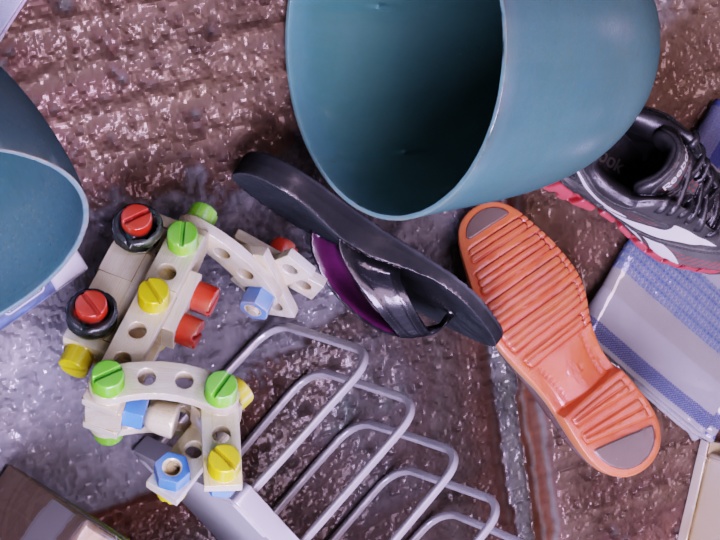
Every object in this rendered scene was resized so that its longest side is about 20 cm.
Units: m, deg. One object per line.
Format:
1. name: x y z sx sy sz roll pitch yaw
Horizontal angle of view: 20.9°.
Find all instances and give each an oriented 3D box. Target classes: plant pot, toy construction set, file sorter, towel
1. plant pot: 0.078 -0.133 1.149 0.161 0.201 0.201 -5 101 -38
2. toy construction set: -0.094 0.034 1.107 0.200 0.131 0.092 -63 171 -45
3. plant pot: -0.248 -0.057 0.945 0.200 0.200 0.135 -10 63 -28
4. file sorter: -0.008 0.143 1.174 0.125 0.139 0.200 -48 117 -16
5. towel: 0.242 0.002 1.357 0.147 0.024 0.200 37 78 -26

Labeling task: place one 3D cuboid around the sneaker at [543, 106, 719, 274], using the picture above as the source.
1. sneaker: 0.199 -0.053 1.265 0.200 0.098 0.071 28 79 -22

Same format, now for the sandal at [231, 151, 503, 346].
1. sandal: -0.001 0.000 1.193 0.200 0.075 0.048 34 77 -20

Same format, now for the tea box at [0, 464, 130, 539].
1. tea box: -0.162 0.253 1.107 0.197 0.134 0.200 37 80 -28

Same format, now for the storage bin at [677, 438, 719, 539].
1. storage bin: 0.324 0.240 1.403 0.198 0.094 0.200 12 92 -31

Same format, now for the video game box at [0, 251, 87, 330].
1. video game box: -0.275 -0.021 1.050 0.200 0.047 0.182 -38 112 -19

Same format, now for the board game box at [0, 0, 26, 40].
1. board game box: -0.217 -0.246 0.987 0.199 0.041 0.200 30 112 -25

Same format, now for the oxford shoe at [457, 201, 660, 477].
1. oxford shoe: 0.118 0.047 1.275 0.071 0.073 0.200 -30 94 -11
